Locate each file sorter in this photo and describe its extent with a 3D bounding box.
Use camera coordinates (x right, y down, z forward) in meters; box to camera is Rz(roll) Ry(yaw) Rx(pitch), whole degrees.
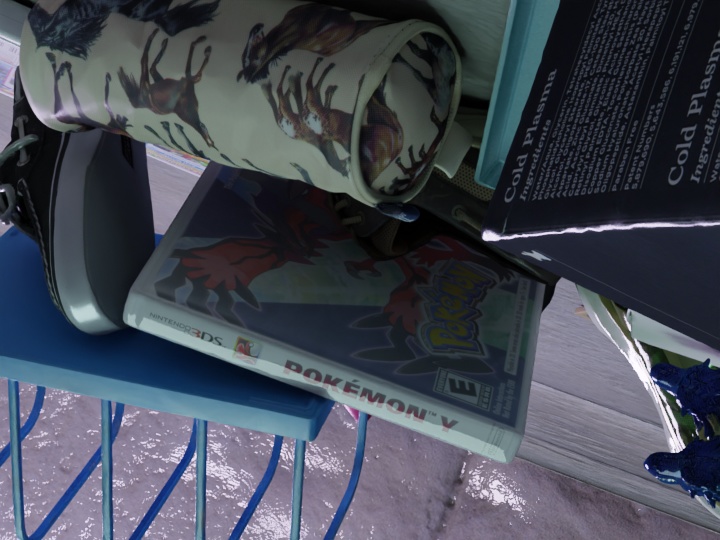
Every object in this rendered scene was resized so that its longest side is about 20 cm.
[{"bbox_3d":[-0.100,0.068,0.789,0.198,0.124,0.139,10,-151,12],"label":"file sorter"}]

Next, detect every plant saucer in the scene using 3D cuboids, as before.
[{"bbox_3d":[0.084,-0.061,0.599,0.069,0.019,0.200,20,164,6],"label":"plant saucer"}]

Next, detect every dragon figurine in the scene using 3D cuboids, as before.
[{"bbox_3d":[0.200,0.089,0.610,0.199,0.059,0.099,20,178,13],"label":"dragon figurine"}]

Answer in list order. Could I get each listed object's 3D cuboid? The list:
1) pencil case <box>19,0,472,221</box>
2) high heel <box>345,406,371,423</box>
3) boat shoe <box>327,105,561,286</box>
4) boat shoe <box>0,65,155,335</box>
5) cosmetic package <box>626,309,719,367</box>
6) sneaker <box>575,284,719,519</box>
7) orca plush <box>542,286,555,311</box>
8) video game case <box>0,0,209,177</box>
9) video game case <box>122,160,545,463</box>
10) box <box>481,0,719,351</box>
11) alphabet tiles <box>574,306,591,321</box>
[{"bbox_3d":[-0.053,-0.079,0.680,0.199,0.078,0.090,16,157,31],"label":"pencil case"},{"bbox_3d":[-0.063,0.099,1.788,0.199,0.097,0.067,17,171,26],"label":"high heel"},{"bbox_3d":[0.016,-0.044,0.744,0.199,0.074,0.074,17,171,28],"label":"boat shoe"},{"bbox_3d":[-0.145,-0.043,0.774,0.068,0.200,0.074,-19,140,10],"label":"boat shoe"},{"bbox_3d":[0.205,0.012,0.597,0.199,0.085,0.108,20,173,11],"label":"cosmetic package"},{"bbox_3d":[0.158,0.037,0.705,0.200,0.077,0.089,54,170,27],"label":"sneaker"},{"bbox_3d":[0.033,-0.024,0.962,0.199,0.071,0.106,11,123,31],"label":"orca plush"},{"bbox_3d":[-0.151,-0.105,0.951,0.199,0.024,0.182,22,172,-15],"label":"video game case"},{"bbox_3d":[0.000,0.000,0.771,0.181,0.023,0.200,20,-150,0],"label":"video game case"},{"bbox_3d":[0.166,-0.020,0.422,0.199,0.105,0.182,24,170,-20],"label":"box"},{"bbox_3d":[0.243,0.051,1.031,0.166,0.008,0.200,23,171,-8],"label":"alphabet tiles"}]
